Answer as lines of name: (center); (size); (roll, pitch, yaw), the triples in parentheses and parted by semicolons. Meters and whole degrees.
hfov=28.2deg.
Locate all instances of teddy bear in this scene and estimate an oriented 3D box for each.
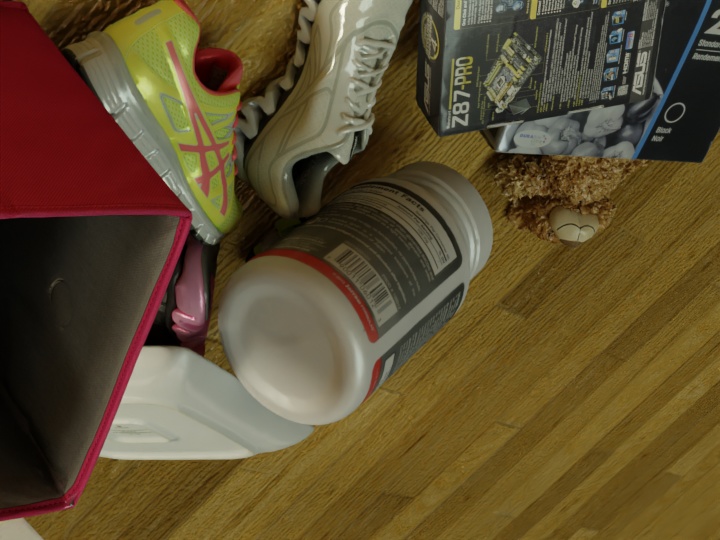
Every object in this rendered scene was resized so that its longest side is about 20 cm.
teddy bear: (0.180, -0.090, 1.143); (0.144, 0.067, 0.201); (-4, 136, -37)

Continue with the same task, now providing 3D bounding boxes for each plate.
plate: (-0.159, 0.098, 0.988); (0.197, 0.033, 0.200); (-3, 158, 24)

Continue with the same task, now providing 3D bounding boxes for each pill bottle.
pill bottle: (0.004, 0.007, 0.960); (0.200, 0.115, 0.116); (-38, 160, -48)

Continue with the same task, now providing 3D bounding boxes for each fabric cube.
fabric cube: (-0.236, -0.008, 0.703); (0.199, 0.200, 0.197); (-3, 131, -42)

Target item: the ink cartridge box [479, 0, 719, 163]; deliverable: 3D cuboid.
ink cartridge box: (0.203, -0.172, 1.021); (0.196, 0.044, 0.202); (0, 126, -27)

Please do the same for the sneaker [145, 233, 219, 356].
sneaker: (-0.151, 0.034, 0.998); (0.094, 0.080, 0.201); (5, 146, -7)

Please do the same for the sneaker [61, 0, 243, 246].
sneaker: (-0.100, -0.088, 0.867); (0.090, 0.078, 0.200); (-40, 152, -8)

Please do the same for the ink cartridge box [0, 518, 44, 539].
ink cartridge box: (-0.298, 0.234, 1.006); (0.125, 0.200, 0.129); (-26, 153, -49)

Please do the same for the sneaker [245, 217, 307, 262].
sneaker: (0.000, 0.000, 1.084); (0.199, 0.072, 0.083); (13, 122, -52)

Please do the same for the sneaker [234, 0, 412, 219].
sneaker: (-0.012, -0.120, 0.906); (0.075, 0.081, 0.201); (4, 130, -44)

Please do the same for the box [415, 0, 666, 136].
box: (0.119, -0.190, 0.905); (0.159, 0.049, 0.202); (-14, 131, -16)
